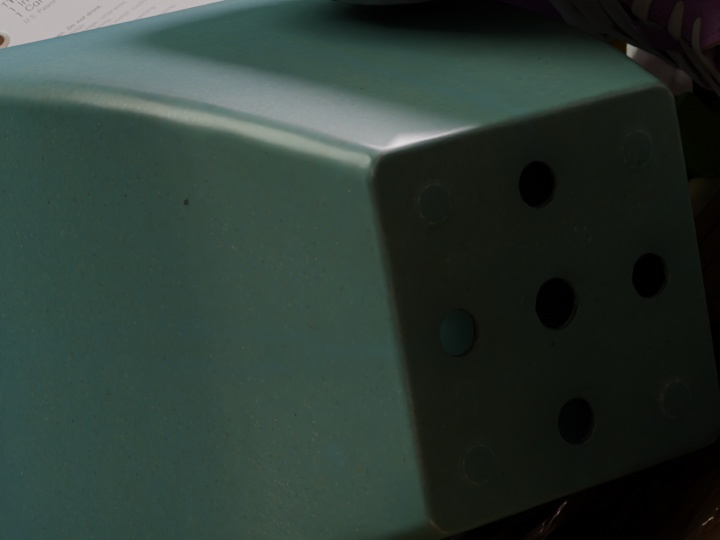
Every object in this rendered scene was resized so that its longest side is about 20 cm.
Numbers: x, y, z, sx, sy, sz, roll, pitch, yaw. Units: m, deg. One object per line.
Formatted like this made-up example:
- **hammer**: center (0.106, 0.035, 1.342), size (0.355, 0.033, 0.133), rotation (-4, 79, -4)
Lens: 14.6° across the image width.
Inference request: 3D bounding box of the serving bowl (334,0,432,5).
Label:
- **serving bowl**: center (0.046, -0.141, 0.749), size (0.200, 0.066, 0.200), rotation (-30, 33, 22)

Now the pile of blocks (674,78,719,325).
- **pile of blocks**: center (0.070, -0.008, 0.806), size (0.200, 0.062, 0.082), rotation (-49, 6, 22)

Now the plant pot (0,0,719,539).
- **plant pot**: center (-0.009, 0.003, 0.727), size (0.141, 0.142, 0.200), rotation (-15, 10, -30)

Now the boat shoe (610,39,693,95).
- **boat shoe**: center (0.059, -0.086, 0.921), size (0.075, 0.086, 0.202), rotation (-49, 28, 16)

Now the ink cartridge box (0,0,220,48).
- **ink cartridge box**: center (-0.107, -0.031, 0.986), size (0.197, 0.047, 0.200), rotation (-37, 36, -14)

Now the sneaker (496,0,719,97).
- **sneaker**: center (0.084, -0.070, 0.749), size (0.114, 0.073, 0.201), rotation (-28, 34, 18)
